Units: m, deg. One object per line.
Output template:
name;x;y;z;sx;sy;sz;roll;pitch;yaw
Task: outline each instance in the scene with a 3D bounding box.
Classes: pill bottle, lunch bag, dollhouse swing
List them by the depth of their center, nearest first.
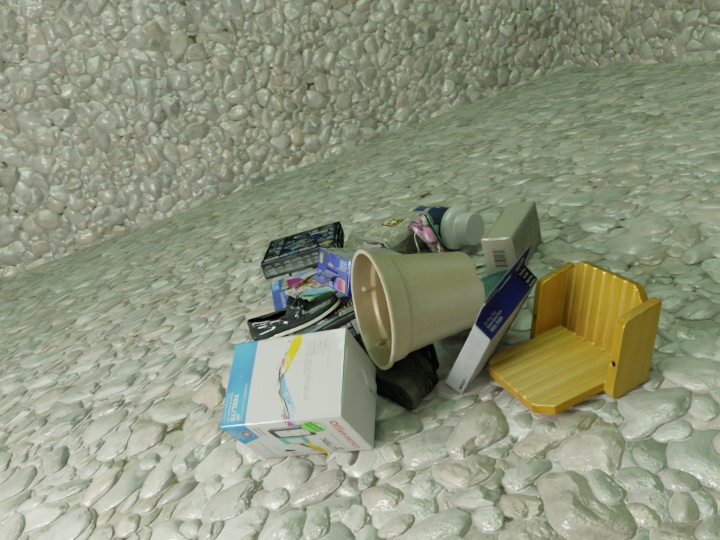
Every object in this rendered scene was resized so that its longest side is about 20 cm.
dollhouse swing;0.313;0.097;0.883;0.174;0.183;0.200;-6;19;-18
lunch bag;0.073;-0.063;1.374;0.164;0.118;0.200;-34;-6;-33
pill bottle;0.219;-0.112;1.479;0.199;0.112;0.111;8;34;46

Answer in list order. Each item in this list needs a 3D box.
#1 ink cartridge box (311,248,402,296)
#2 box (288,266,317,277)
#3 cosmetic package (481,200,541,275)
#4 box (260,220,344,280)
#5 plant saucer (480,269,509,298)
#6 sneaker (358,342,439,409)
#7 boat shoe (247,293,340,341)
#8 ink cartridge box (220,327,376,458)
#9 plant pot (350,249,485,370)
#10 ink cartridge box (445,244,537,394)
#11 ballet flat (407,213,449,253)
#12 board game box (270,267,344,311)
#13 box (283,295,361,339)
ink cartridge box;0.000;0.000;1.164;0.199;0.077;0.136;1;12;-31
box;-0.123;-0.004;1.494;0.121;0.107;0.200;-18;22;-2
cosmetic package;0.352;-0.073;1.302;0.073;0.104;0.200;-3;26;34
box;-0.142;-0.053;1.421;0.199;0.046;0.159;-16;24;8
plant saucer;0.224;0.062;1.114;0.199;0.036;0.200;-30;5;3
sneaker;0.064;0.167;1.013;0.114;0.077;0.199;-30;28;-30
boat shoe;-0.139;0.084;1.133;0.198;0.066;0.075;-25;12;12
ink cartridge box;-0.090;0.199;0.900;0.199;0.147;0.147;-11;51;18
plant pot;0.100;0.048;0.954;0.182;0.202;0.200;-11;20;-17
ink cartridge box;0.228;0.082;0.939;0.040;0.201;0.199;32;46;19
ballet flat;0.175;-0.034;1.276;0.071;0.201;0.069;-36;-3;10
board game box;-0.103;0.048;1.297;0.198;0.041;0.200;-18;22;-7
box;-0.067;0.115;1.127;0.199;0.050;0.158;-27;14;2
